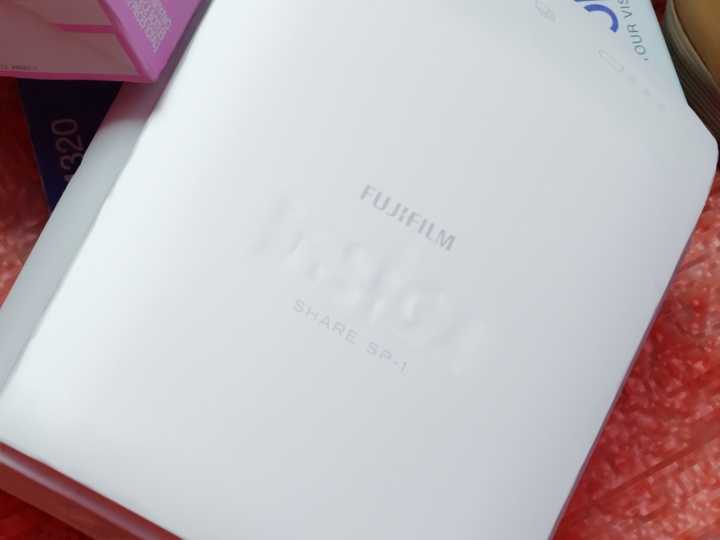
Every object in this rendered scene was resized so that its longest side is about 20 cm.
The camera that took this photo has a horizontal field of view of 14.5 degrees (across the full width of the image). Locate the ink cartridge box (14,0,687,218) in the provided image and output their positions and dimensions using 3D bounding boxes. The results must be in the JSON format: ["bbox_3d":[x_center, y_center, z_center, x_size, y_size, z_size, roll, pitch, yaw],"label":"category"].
[{"bbox_3d":[-0.014,-0.101,0.886,0.199,0.043,0.197,-9,67,-21],"label":"ink cartridge box"}]

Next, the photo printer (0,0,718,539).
[{"bbox_3d":[0.000,0.000,0.789,0.166,0.069,0.200,31,74,-10],"label":"photo printer"}]

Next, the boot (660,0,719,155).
[{"bbox_3d":[0.168,-0.039,0.835,0.200,0.155,0.074,43,69,10],"label":"boot"}]

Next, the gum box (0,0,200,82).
[{"bbox_3d":[-0.126,-0.118,0.796,0.200,0.066,0.114,5,53,31],"label":"gum box"}]
